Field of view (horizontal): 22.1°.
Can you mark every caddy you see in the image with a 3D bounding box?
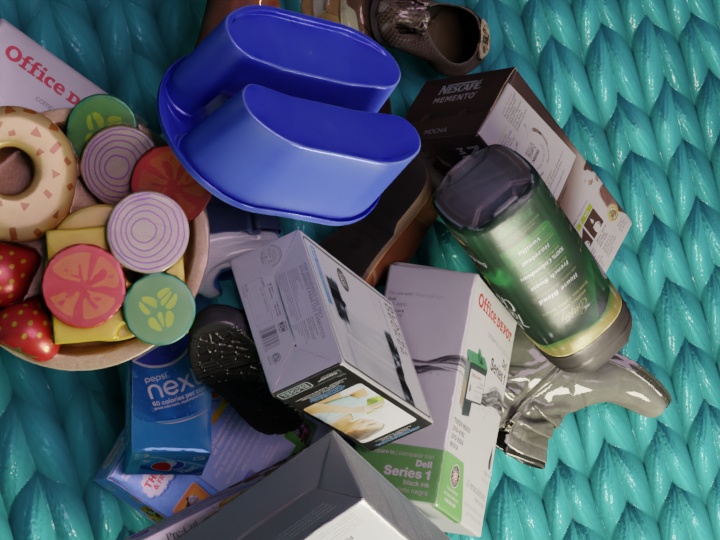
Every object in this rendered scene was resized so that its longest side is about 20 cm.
[{"bbox_3d":[-0.054,-0.109,1.367,0.200,0.105,0.142,10,52,-36],"label":"caddy"}]

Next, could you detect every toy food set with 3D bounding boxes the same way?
[{"bbox_3d":[-0.204,-0.028,1.345,0.197,0.049,0.201,-5,86,-9],"label":"toy food set"}]

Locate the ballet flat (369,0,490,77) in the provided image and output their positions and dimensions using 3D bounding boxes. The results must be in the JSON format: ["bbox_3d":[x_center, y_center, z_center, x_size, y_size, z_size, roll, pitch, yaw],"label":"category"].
[{"bbox_3d":[0.073,-0.213,1.635,0.200,0.046,0.068,7,80,-61],"label":"ballet flat"}]

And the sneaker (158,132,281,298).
[{"bbox_3d":[-0.084,-0.064,1.445,0.200,0.081,0.147,-36,93,-27],"label":"sneaker"}]

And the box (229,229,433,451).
[{"bbox_3d":[-0.019,0.057,1.416,0.200,0.060,0.117,40,28,-62],"label":"box"}]

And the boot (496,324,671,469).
[{"bbox_3d":[0.181,0.125,1.690,0.200,0.068,0.131,28,75,-19],"label":"boot"}]

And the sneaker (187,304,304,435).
[{"bbox_3d":[-0.084,0.055,1.438,0.200,0.060,0.104,59,21,-52],"label":"sneaker"}]

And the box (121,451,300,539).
[{"bbox_3d":[-0.097,0.193,1.471,0.200,0.039,0.042,-23,95,-31],"label":"box"}]

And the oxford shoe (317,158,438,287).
[{"bbox_3d":[0.000,0.000,1.575,0.200,0.071,0.071,-46,141,-5],"label":"oxford shoe"}]

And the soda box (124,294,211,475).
[{"bbox_3d":[-0.152,0.057,1.455,0.064,0.068,0.201,2,68,-11],"label":"soda box"}]

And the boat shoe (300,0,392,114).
[{"bbox_3d":[-0.016,-0.145,1.607,0.072,0.076,0.201,-40,126,-70],"label":"boat shoe"}]

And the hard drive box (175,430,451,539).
[{"bbox_3d":[-0.022,0.237,1.431,0.156,0.077,0.200,-35,134,8],"label":"hard drive box"}]

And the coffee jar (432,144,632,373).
[{"bbox_3d":[0.148,-0.005,1.546,0.085,0.104,0.200,-40,123,-1],"label":"coffee jar"}]

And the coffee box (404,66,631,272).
[{"bbox_3d":[0.135,-0.078,1.633,0.200,0.113,0.080,48,59,-31],"label":"coffee box"}]

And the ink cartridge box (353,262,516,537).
[{"bbox_3d":[0.064,0.110,1.561,0.146,0.084,0.201,44,54,-64],"label":"ink cartridge box"}]

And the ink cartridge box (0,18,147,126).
[{"bbox_3d":[-0.278,-0.068,1.419,0.145,0.084,0.200,36,65,-21],"label":"ink cartridge box"}]

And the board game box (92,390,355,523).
[{"bbox_3d":[-0.100,0.164,1.519,0.200,0.037,0.152,40,64,-21],"label":"board game box"}]

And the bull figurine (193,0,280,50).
[{"bbox_3d":[-0.101,-0.195,1.524,0.065,0.200,0.121,29,24,7],"label":"bull figurine"}]
